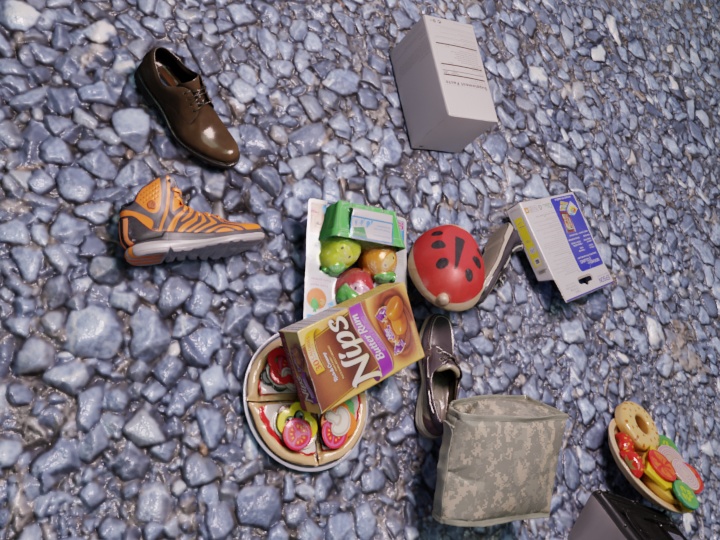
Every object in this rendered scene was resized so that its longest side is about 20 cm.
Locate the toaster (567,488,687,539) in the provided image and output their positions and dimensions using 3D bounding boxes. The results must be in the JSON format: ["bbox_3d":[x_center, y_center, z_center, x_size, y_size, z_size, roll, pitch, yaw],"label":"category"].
[{"bbox_3d":[0.454,0.465,1.102,0.179,0.120,0.200,22,16,-23],"label":"toaster"}]

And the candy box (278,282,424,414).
[{"bbox_3d":[-0.008,0.104,0.981,0.198,0.056,0.119,-23,101,-34],"label":"candy box"}]

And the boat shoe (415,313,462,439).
[{"bbox_3d":[0.128,0.159,1.095,0.071,0.065,0.203,21,61,-23],"label":"boat shoe"}]

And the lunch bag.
[{"bbox_3d":[0.188,0.274,1.025,0.197,0.117,0.167,5,96,-31],"label":"lunch bag"}]

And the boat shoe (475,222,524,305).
[{"bbox_3d":[0.242,-0.002,1.230,0.063,0.072,0.201,44,49,-12],"label":"boat shoe"}]

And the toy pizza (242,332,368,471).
[{"bbox_3d":[-0.070,0.177,0.984,0.197,0.032,0.204,13,64,-28],"label":"toy pizza"}]

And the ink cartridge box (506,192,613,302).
[{"bbox_3d":[0.386,-0.044,1.345,0.196,0.047,0.203,-13,79,-44],"label":"ink cartridge box"}]

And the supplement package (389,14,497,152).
[{"bbox_3d":[0.149,-0.335,1.276,0.118,0.121,0.203,-1,72,-32],"label":"supplement package"}]

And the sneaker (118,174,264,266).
[{"bbox_3d":[-0.230,-0.076,0.958,0.197,0.077,0.114,-6,75,-34],"label":"sneaker"}]

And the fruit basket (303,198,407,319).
[{"bbox_3d":[0.000,0.000,1.064,0.183,0.093,0.204,9,69,-29],"label":"fruit basket"}]

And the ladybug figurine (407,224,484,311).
[{"bbox_3d":[0.145,-0.012,1.132,0.134,0.073,0.201,22,34,-7],"label":"ladybug figurine"}]

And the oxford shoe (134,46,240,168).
[{"bbox_3d":[-0.244,-0.234,1.011,0.200,0.084,0.073,48,52,-9],"label":"oxford shoe"}]

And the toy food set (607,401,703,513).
[{"bbox_3d":[0.522,0.337,1.239,0.198,0.049,0.200,42,30,8],"label":"toy food set"}]
